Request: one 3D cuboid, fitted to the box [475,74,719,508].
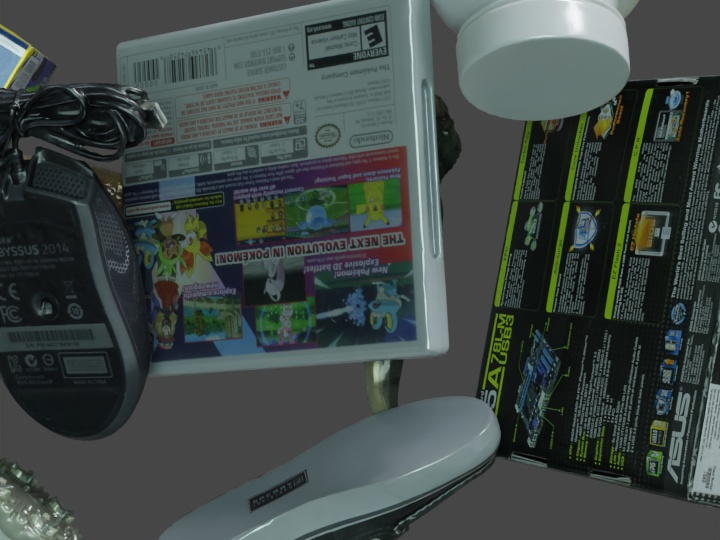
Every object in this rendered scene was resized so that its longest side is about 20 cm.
[{"bbox_3d":[0.135,0.006,1.033,0.047,0.193,0.202,11,86,-27],"label":"box"}]

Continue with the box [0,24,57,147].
[{"bbox_3d":[-0.247,-0.048,1.122,0.070,0.064,0.201,31,88,5],"label":"box"}]

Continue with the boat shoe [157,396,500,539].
[{"bbox_3d":[-0.012,0.128,1.091,0.199,0.069,0.057,-25,116,11],"label":"boat shoe"}]

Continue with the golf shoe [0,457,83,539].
[{"bbox_3d":[-0.178,0.171,1.100,0.200,0.078,0.097,42,96,7],"label":"golf shoe"}]

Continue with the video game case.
[{"bbox_3d":[-0.044,-0.041,1.079,0.199,0.023,0.184,-6,85,36],"label":"video game case"}]

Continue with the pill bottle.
[{"bbox_3d":[0.086,-0.184,1.054,0.111,0.112,0.201,-4,67,4],"label":"pill bottle"}]

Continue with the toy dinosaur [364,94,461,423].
[{"bbox_3d":[0.000,0.000,1.112,0.087,0.047,0.202,9,90,-2],"label":"toy dinosaur"}]

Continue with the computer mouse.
[{"bbox_3d":[-0.152,-0.009,1.086,0.137,0.053,0.201,2,114,20],"label":"computer mouse"}]
